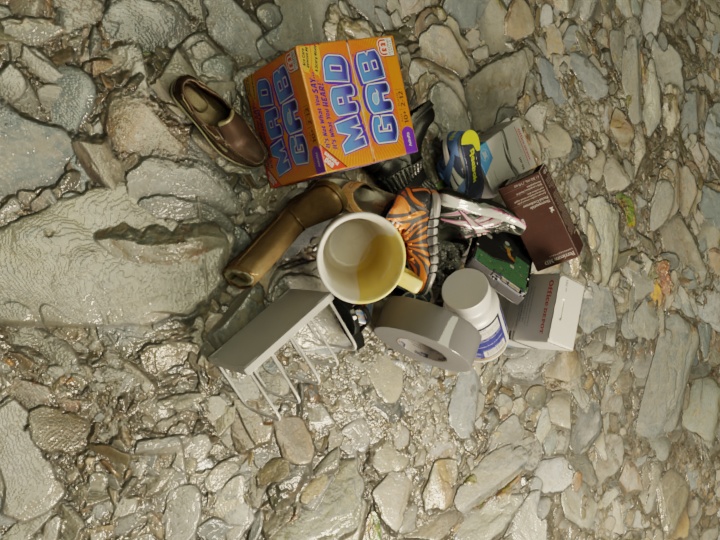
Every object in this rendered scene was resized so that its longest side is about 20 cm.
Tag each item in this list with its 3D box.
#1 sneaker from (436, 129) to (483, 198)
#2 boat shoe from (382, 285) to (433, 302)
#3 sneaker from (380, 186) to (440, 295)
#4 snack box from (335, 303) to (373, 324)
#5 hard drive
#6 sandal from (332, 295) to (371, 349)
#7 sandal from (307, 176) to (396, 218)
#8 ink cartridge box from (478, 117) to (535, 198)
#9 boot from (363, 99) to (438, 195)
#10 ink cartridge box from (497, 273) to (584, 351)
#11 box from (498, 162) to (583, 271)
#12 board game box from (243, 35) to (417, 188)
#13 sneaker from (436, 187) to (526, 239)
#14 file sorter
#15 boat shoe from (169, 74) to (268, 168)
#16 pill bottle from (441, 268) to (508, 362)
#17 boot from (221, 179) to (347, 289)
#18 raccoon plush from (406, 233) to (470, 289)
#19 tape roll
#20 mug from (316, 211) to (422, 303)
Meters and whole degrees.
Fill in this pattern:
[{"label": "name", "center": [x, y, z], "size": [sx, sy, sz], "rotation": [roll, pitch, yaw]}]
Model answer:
[{"label": "sneaker", "center": [0.210, -0.204, 1.479], "size": [0.074, 0.082, 0.202], "rotation": [-31, 125, -40]}, {"label": "boat shoe", "center": [0.074, 0.033, 1.355], "size": [0.200, 0.074, 0.063], "rotation": [36, 62, -48]}, {"label": "sneaker", "center": [0.085, -0.056, 1.305], "size": [0.111, 0.077, 0.203], "rotation": [3, 86, -17]}, {"label": "snack box", "center": [0.000, 0.000, 1.350], "size": [0.071, 0.024, 0.203], "rotation": [14, 81, -35]}, {"label": "hard drive", "center": [0.296, -0.030, 1.470], "size": [0.139, 0.038, 0.201], "rotation": [34, 37, -5]}, {"label": "sandal", "center": [-0.011, 0.083, 1.244], "size": [0.048, 0.201, 0.076], "rotation": [-34, 72, -10]}, {"label": "sandal", "center": [-0.004, -0.133, 1.312], "size": [0.197, 0.054, 0.081], "rotation": [10, 81, -13]}, {"label": "ink cartridge box", "center": [0.314, -0.257, 1.550], "size": [0.199, 0.066, 0.117], "rotation": [-37, 109, -30]}, {"label": "boot", "center": [0.113, -0.220, 1.401], "size": [0.158, 0.079, 0.212], "rotation": [44, 76, -18]}, {"label": "ink cartridge box", "center": [0.366, 0.089, 1.495], "size": [0.085, 0.199, 0.148], "rotation": [22, 77, -32]}, {"label": "box", "center": [0.381, -0.111, 1.471], "size": [0.201, 0.099, 0.075], "rotation": [60, 32, -10]}, {"label": "board game box", "center": [-0.053, -0.272, 1.216], "size": [0.198, 0.199, 0.202], "rotation": [-19, 98, -33]}, {"label": "sneaker", "center": [0.236, -0.102, 1.425], "size": [0.198, 0.081, 0.087], "rotation": [17, 111, -10]}, {"label": "file sorter", "center": [-0.127, 0.142, 1.192], "size": [0.200, 0.138, 0.125], "rotation": [-41, 113, -28]}, {"label": "boat shoe", "center": [-0.231, -0.243, 1.163], "size": [0.202, 0.075, 0.075], "rotation": [38, 79, -26]}, {"label": "pill bottle", "center": [0.230, 0.091, 1.408], "size": [0.116, 0.115, 0.201], "rotation": [-56, 145, -22]}, {"label": "boot", "center": [-0.126, -0.056, 1.178], "size": [0.066, 0.175, 0.200], "rotation": [49, 60, -15]}, {"label": "raccoon plush", "center": [0.139, -0.051, 1.437], "size": [0.134, 0.097, 0.200], "rotation": [46, 33, -9]}, {"label": "tape roll", "center": [0.128, 0.123, 1.329], "size": [0.199, 0.199, 0.067], "rotation": [33, 70, -29]}, {"label": "mug", "center": [0.000, -0.019, 1.208], "size": [0.148, 0.153, 0.188], "rotation": [-31, 105, -2]}]
